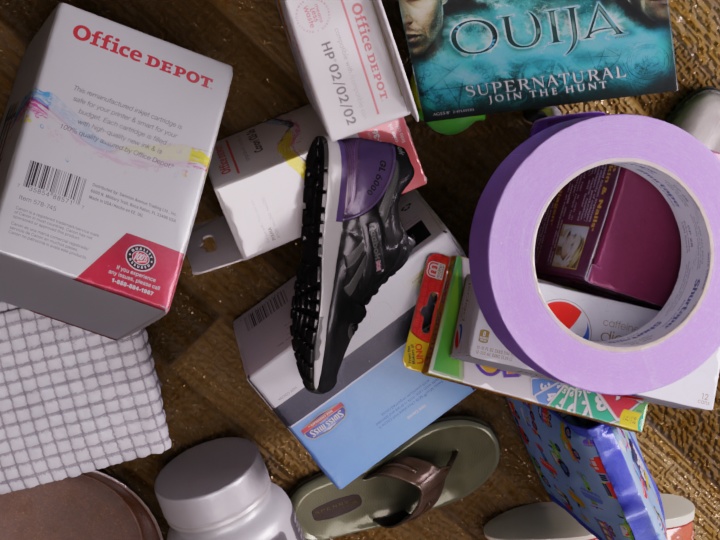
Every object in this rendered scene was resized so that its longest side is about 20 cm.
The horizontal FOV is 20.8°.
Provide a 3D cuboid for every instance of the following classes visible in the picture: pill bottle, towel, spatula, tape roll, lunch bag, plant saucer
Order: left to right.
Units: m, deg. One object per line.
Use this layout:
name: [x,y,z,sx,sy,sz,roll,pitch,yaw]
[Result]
towel: [-0.266,0.083,1.607,0.199,0.086,0.167,-15,111,-3]
plant saucer: [-0.268,0.250,1.693,0.199,0.035,0.202,-4,113,-10]
pill bottle: [-0.099,0.252,1.683,0.113,0.114,0.201,-21,112,-2]
spatula: [0.152,-0.121,1.547,0.056,0.200,0.021,-8,99,-2]
lunch bag: [0.200,0.160,1.657,0.094,0.200,0.151,-25,113,0]
tape roll: [0.182,-0.012,1.428,0.198,0.066,0.202,0,93,-9]

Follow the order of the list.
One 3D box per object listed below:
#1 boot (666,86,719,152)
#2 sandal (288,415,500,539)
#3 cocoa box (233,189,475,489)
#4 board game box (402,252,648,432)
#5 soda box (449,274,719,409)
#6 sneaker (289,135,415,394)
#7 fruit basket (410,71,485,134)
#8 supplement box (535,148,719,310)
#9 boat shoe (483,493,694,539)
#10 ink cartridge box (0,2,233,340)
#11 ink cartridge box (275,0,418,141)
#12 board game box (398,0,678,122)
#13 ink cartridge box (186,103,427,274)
boot: [0.276,-0.045,1.632,0.067,0.131,0.201,22,105,-18]
sandal: [0.033,0.195,1.716,0.200,0.057,0.080,-24,113,-1]
cocoa box: [0.015,0.055,1.619,0.200,0.133,0.131,-37,111,3]
board game box: [0.137,0.056,1.536,0.199,0.030,0.096,15,83,-8]
soda box: [0.173,0.055,1.498,0.199,0.064,0.069,13,84,-12]
sneaker: [0.000,0.000,1.499,0.087,0.076,0.202,3,105,-17]
fruit basket: [0.114,-0.201,1.547,0.214,0.155,0.217,-2,95,-19]
supplement box: [0.203,-0.045,1.568,0.103,0.200,0.132,18,89,-16]
boat shoe: [0.207,0.246,1.765,0.198,0.071,0.063,-4,114,-14]
ink cartridge box: [-0.203,-0.072,1.485,0.144,0.145,0.201,20,73,-17]
ink cartridge box: [-0.016,-0.173,1.488,0.067,0.200,0.116,-20,108,-2]
board game box: [0.134,-0.184,1.474,0.198,0.028,0.136,-7,130,10]
ink cartridge box: [-0.058,-0.076,1.566,0.199,0.117,0.068,-23,112,-2]
